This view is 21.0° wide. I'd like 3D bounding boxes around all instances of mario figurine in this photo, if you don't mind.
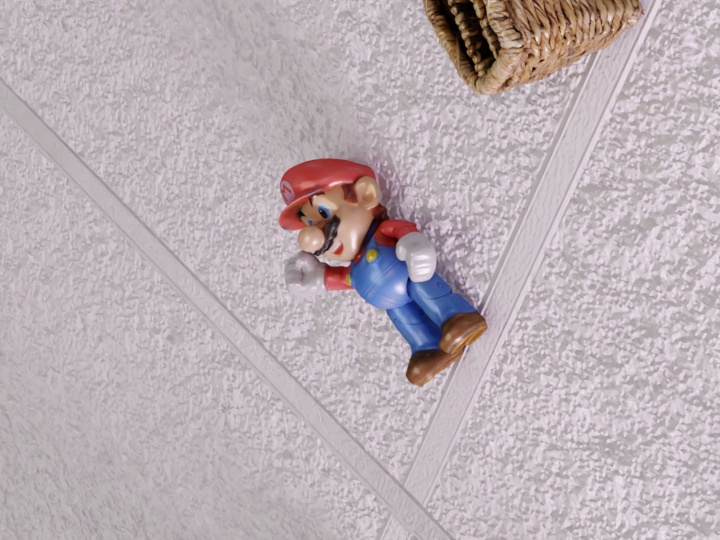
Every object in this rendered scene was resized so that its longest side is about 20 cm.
[{"bbox_3d":[0.000,0.000,1.527,0.123,0.106,0.200,-43,79,10],"label":"mario figurine"}]

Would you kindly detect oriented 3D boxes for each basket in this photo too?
[{"bbox_3d":[0.072,-0.222,1.342,0.142,0.148,0.201,-25,87,48],"label":"basket"}]
